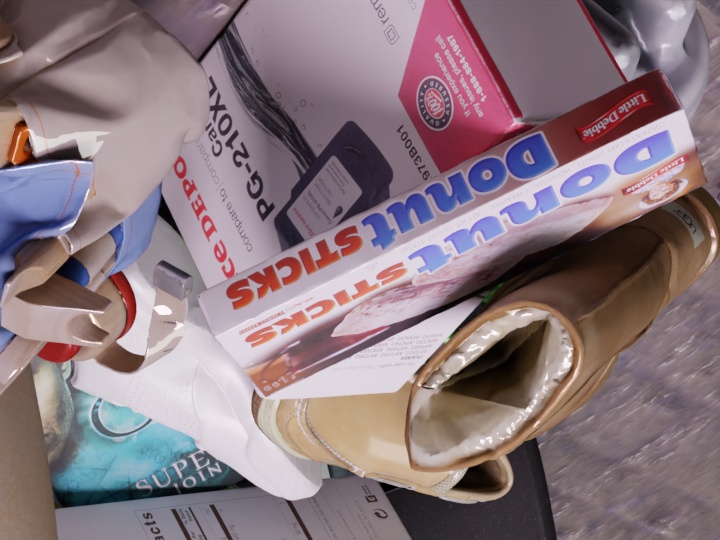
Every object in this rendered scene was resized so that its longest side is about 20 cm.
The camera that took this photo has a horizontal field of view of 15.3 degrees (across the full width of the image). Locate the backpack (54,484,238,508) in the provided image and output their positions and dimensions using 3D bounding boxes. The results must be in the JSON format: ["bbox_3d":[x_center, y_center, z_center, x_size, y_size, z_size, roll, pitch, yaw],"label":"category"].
[{"bbox_3d":[-0.152,0.160,1.445,0.200,0.154,0.163,-30,142,-31],"label":"backpack"}]

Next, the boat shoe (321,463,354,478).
[{"bbox_3d":[-0.009,0.073,1.487,0.062,0.073,0.200,-22,151,-5],"label":"boat shoe"}]

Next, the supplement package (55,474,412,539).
[{"bbox_3d":[-0.072,0.192,1.342,0.200,0.120,0.121,-5,132,-27],"label":"supplement package"}]

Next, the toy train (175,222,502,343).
[{"bbox_3d":[0.000,0.000,1.277,0.200,0.056,0.042,20,108,-30],"label":"toy train"}]

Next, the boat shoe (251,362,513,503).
[{"bbox_3d":[0.022,0.073,1.275,0.072,0.076,0.200,-60,152,6],"label":"boat shoe"}]

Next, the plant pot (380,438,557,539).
[{"bbox_3d":[0.017,0.222,1.612,0.200,0.178,0.200,-19,177,-19],"label":"plant pot"}]

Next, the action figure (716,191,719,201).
[{"bbox_3d":[0.290,0.010,1.523,0.069,0.200,0.130,-7,150,-41],"label":"action figure"}]

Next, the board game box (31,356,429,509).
[{"bbox_3d":[-0.074,0.045,1.328,0.200,0.028,0.135,-28,126,-3],"label":"board game box"}]

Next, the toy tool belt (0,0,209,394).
[{"bbox_3d":[-0.139,-0.016,1.063,0.123,0.125,0.200,-44,154,-39],"label":"toy tool belt"}]

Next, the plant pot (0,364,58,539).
[{"bbox_3d":[-0.209,0.094,1.144,0.187,0.200,0.187,-23,156,-11],"label":"plant pot"}]

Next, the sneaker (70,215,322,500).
[{"bbox_3d":[-0.092,0.047,1.273,0.088,0.075,0.200,-22,132,20],"label":"sneaker"}]

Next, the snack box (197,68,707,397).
[{"bbox_3d":[0.038,-0.013,1.052,0.200,0.024,0.072,-26,153,4],"label":"snack box"}]

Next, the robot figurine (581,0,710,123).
[{"bbox_3d":[0.093,-0.073,1.239,0.170,0.113,0.200,-37,161,-26],"label":"robot figurine"}]

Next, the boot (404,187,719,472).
[{"bbox_3d":[0.065,0.040,1.143,0.175,0.066,0.200,-50,173,30],"label":"boot"}]

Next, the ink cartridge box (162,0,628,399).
[{"bbox_3d":[0.008,-0.058,1.138,0.084,0.145,0.200,-3,146,-41],"label":"ink cartridge box"}]
